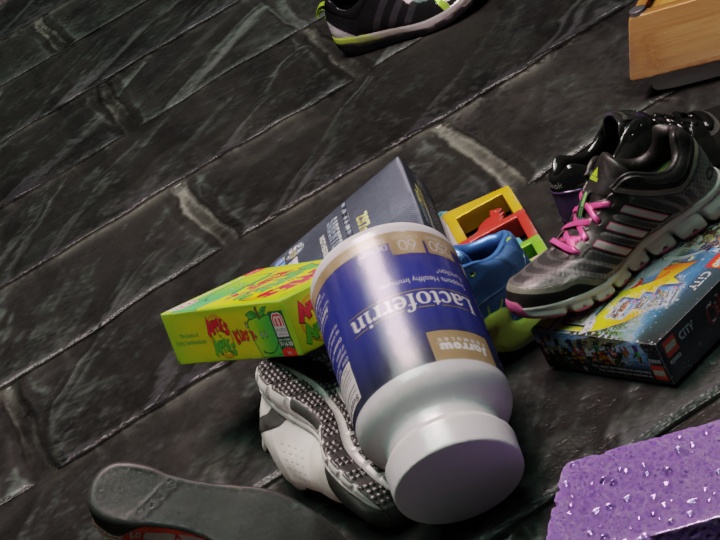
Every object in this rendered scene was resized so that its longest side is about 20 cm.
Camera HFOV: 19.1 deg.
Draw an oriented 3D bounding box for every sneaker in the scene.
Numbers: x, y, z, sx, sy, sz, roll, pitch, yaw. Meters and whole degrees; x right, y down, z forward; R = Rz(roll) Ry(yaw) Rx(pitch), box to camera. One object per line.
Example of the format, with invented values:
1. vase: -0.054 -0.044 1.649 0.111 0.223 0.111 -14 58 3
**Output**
1. sneaker: 0.245 -0.102 1.750 0.200 0.088 0.076 -34 24 -12
2. sneaker: 0.041 -0.306 2.401 0.199 0.083 0.072 -19 25 22
3. sneaker: 0.057 0.040 1.651 0.200 0.105 0.076 -35 24 -16
4. sneaker: -0.015 0.140 1.596 0.073 0.080 0.200 -8 30 -27
5. sneaker: -0.096 0.200 1.543 0.201 0.108 0.067 16 64 12
6. sneaker: 0.183 -0.041 1.601 0.200 0.088 0.074 -33 23 -8

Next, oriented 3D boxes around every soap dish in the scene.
1. soap dish: 0.338 -0.257 1.972 0.157 0.081 0.200 -13 29 33

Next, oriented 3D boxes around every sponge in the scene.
1. sponge: 0.216 0.140 1.366 0.199 0.030 0.112 -19 25 23

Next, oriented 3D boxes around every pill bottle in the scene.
1. pill bottle: 0.042 0.073 1.518 0.115 0.116 0.200 -26 51 7

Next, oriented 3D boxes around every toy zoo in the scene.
1. toy zoo: 0.088 -0.013 1.831 0.131 0.021 0.200 -28 23 3

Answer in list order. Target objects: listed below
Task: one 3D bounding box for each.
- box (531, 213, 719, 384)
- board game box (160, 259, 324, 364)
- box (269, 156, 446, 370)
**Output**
1. box: 0.241 0.004 1.602 0.200 0.038 0.136 -41 26 -26
2. board game box: -0.066 0.031 1.698 0.101 0.048 0.200 -25 9 -31
3. box: 0.000 0.000 1.825 0.158 0.051 0.200 -39 23 11
